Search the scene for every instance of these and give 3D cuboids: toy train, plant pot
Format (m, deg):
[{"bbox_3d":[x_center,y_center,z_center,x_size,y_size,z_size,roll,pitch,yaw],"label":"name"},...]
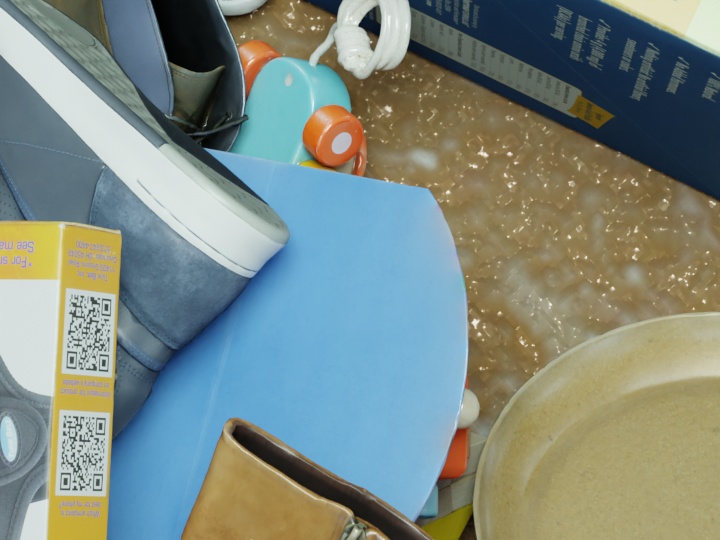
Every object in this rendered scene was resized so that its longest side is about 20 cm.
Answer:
[{"bbox_3d":[0.000,0.000,1.100,0.055,0.150,0.201,8,73,-42],"label":"toy train"},{"bbox_3d":[0.141,0.096,1.076,0.199,0.028,0.201,0,45,0],"label":"plant pot"}]

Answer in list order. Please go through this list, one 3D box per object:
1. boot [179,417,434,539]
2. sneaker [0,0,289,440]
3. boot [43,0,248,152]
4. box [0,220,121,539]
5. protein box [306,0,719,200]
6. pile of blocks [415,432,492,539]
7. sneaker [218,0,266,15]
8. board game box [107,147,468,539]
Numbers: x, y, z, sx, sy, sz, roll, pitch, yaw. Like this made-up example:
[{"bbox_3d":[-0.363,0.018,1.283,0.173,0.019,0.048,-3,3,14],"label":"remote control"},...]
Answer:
[{"bbox_3d":[-0.079,0.134,0.980,0.188,0.068,0.201,32,121,7],"label":"boot"},{"bbox_3d":[-0.135,-0.018,1.048,0.146,0.077,0.202,-52,55,11],"label":"sneaker"},{"bbox_3d":[-0.087,-0.037,1.102,0.097,0.075,0.201,-31,71,37],"label":"boot"},{"bbox_3d":[-0.142,0.084,0.964,0.119,0.041,0.201,0,83,29],"label":"box"},{"bbox_3d":[0.089,-0.143,1.077,0.199,0.199,0.135,26,81,5],"label":"protein box"},{"bbox_3d":[-0.016,0.146,1.107,0.062,0.082,0.200,16,66,46],"label":"pile of blocks"},{"bbox_3d":[-0.067,-0.206,1.144,0.070,0.099,0.201,-7,81,-1],"label":"sneaker"},{"bbox_3d":[-0.040,0.041,1.044,0.199,0.039,0.159,11,84,34],"label":"board game box"}]
